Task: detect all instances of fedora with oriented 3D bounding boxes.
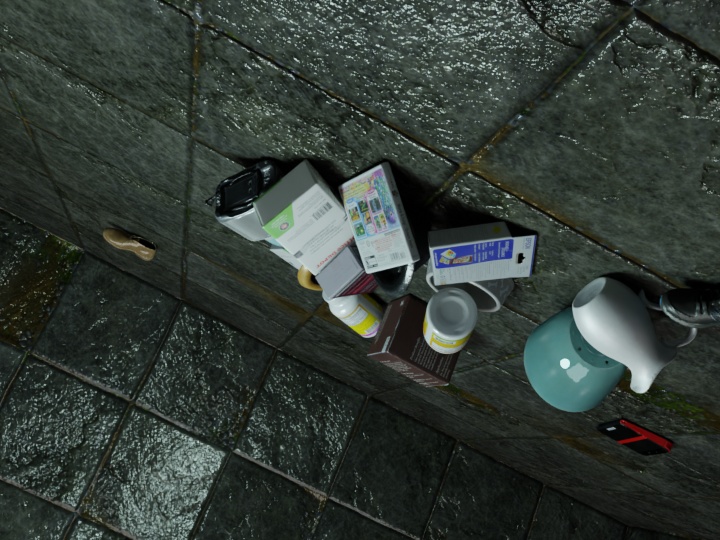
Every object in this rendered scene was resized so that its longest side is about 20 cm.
[{"bbox_3d":[0.086,-0.049,1.554,0.090,0.206,0.200,-12,179,-25],"label":"fedora"},{"bbox_3d":[-0.060,-0.034,1.811,0.196,0.083,0.202,-18,150,-10],"label":"fedora"}]

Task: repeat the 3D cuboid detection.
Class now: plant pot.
[{"bbox_3d":[0.447,0.163,1.575,0.197,0.204,0.162,24,154,2],"label":"plant pot"}]

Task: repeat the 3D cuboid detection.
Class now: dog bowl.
[{"bbox_3d":[0.230,0.024,1.692,0.196,0.060,0.201,23,164,7],"label":"dog bowl"}]

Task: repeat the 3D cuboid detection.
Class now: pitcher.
[{"bbox_3d":[0.500,0.095,1.431,0.200,0.171,0.121,45,-171,-7],"label":"pitcher"}]

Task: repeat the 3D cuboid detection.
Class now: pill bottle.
[{"bbox_3d":[0.194,0.119,1.732,0.109,0.113,0.201,22,164,8],"label":"pill bottle"},{"bbox_3d":[-0.019,0.099,2.187,0.103,0.106,0.200,8,155,44],"label":"pill bottle"}]

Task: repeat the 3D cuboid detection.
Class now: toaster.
[{"bbox_3d":[-0.222,-0.141,1.681,0.197,0.116,0.129,-21,145,25],"label":"toaster"}]

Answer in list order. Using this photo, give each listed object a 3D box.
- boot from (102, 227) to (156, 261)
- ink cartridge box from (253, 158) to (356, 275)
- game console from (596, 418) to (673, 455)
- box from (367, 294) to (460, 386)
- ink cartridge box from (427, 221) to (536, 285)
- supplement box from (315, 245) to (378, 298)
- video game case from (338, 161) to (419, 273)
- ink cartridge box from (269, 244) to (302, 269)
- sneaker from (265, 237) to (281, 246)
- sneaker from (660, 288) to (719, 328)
[{"bbox_3d":[-0.822,-0.109,2.805,0.197,0.075,0.075,26,145,-17],"label":"boot"},{"bbox_3d":[-0.101,-0.104,1.605,0.200,0.144,0.085,44,-168,-47],"label":"ink cartridge box"},{"bbox_3d":[0.807,0.489,2.311,0.174,0.031,0.200,29,163,5],"label":"game console"},{"bbox_3d":[0.155,0.193,2.110,0.197,0.169,0.164,29,164,-12],"label":"box"},{"bbox_3d":[0.232,-0.032,1.503,0.195,0.048,0.198,-8,156,5],"label":"ink cartridge box"},{"bbox_3d":[0.000,0.000,1.709,0.061,0.109,0.199,55,-156,15],"label":"supplement box"},{"bbox_3d":[0.031,-0.094,1.490,0.199,0.023,0.186,-13,95,65],"label":"video game case"},{"bbox_3d":[-0.102,-0.036,1.938,0.199,0.086,0.145,36,160,-30],"label":"ink cartridge box"},{"bbox_3d":[-0.133,-0.108,1.746,0.197,0.076,0.081,-17,145,37],"label":"sneaker"},{"bbox_3d":[0.590,0.051,1.272,0.196,0.074,0.083,9,142,28],"label":"sneaker"}]
